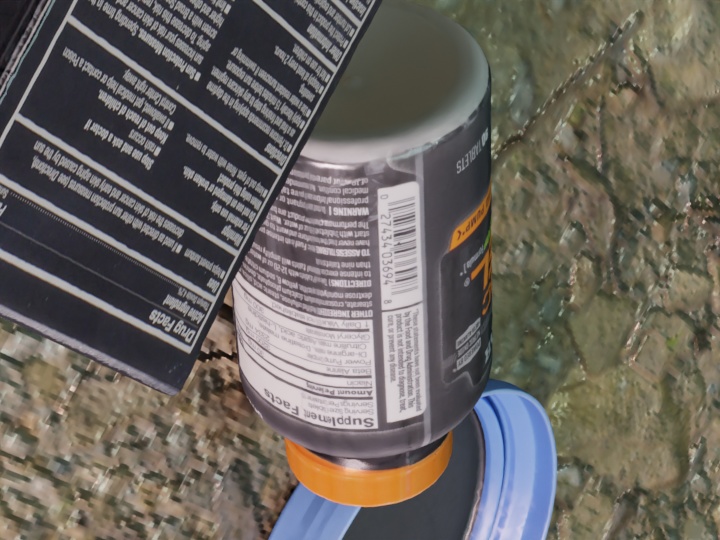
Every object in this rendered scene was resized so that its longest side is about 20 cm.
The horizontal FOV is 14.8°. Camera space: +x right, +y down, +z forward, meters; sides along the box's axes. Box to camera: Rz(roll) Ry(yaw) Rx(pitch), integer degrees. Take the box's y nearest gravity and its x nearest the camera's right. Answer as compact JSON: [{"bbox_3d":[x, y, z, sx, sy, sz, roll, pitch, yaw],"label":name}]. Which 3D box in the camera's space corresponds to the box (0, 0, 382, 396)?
[{"bbox_3d":[-0.093,-0.089,0.850,0.199,0.123,0.200,-63,157,-3],"label":"box"}]

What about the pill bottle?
[{"bbox_3d":[0.000,0.000,1.094,0.106,0.106,0.201,-39,142,-35],"label":"pill bottle"}]

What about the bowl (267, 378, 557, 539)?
[{"bbox_3d":[0.018,0.138,1.291,0.200,0.039,0.201,-36,140,-37],"label":"bowl"}]
